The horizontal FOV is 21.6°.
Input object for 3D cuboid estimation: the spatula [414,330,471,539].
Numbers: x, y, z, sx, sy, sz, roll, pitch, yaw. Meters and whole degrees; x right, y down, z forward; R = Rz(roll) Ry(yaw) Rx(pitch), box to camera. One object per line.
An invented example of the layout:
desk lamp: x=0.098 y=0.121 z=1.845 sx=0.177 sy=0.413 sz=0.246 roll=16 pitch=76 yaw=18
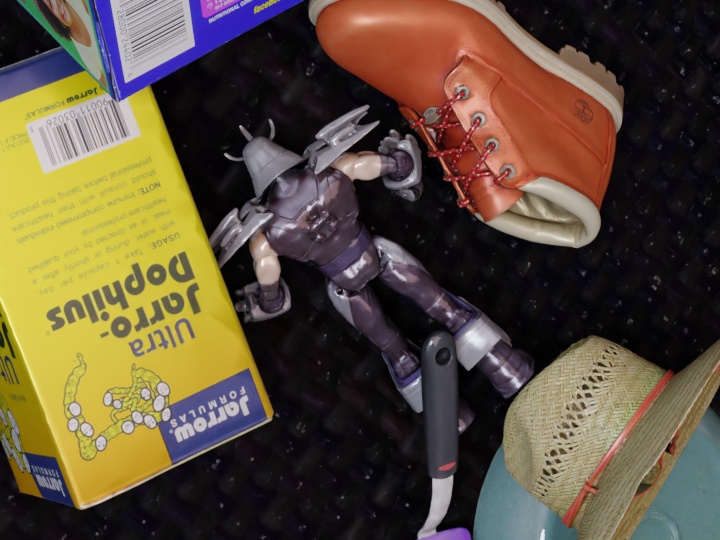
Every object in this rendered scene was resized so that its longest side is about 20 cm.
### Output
spatula: x=0.041 y=0.117 z=1.000 sx=0.056 sy=0.021 sz=0.201 roll=-16 pitch=127 yaw=-24

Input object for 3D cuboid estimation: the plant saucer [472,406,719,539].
plant saucer: x=0.159 y=0.158 z=1.087 sx=0.198 sy=0.036 sz=0.202 roll=1 pitch=89 yaw=-25

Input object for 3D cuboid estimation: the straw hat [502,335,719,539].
straw hat: x=0.122 y=0.084 z=0.985 sx=0.085 sy=0.201 sz=0.202 roll=31 pitch=73 yaw=13

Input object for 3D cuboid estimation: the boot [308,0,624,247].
boot: x=0.057 y=-0.085 z=1.008 sx=0.199 sy=0.075 sz=0.108 roll=24 pitch=58 yaw=-23

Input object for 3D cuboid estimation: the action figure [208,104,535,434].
action figure: x=0.000 y=0.000 z=0.986 sx=0.130 sy=0.069 sz=0.200 roll=-39 pitch=107 yaw=11

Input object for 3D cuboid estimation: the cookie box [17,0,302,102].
cookie box: x=-0.105 y=-0.194 z=0.886 sx=0.170 sy=0.200 sz=0.076 roll=-32 pitch=144 yaw=-22

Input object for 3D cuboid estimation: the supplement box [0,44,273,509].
supplement box: x=-0.139 y=-0.001 z=0.909 sx=0.109 sy=0.109 sz=0.202 roll=-24 pitch=98 yaw=-24
